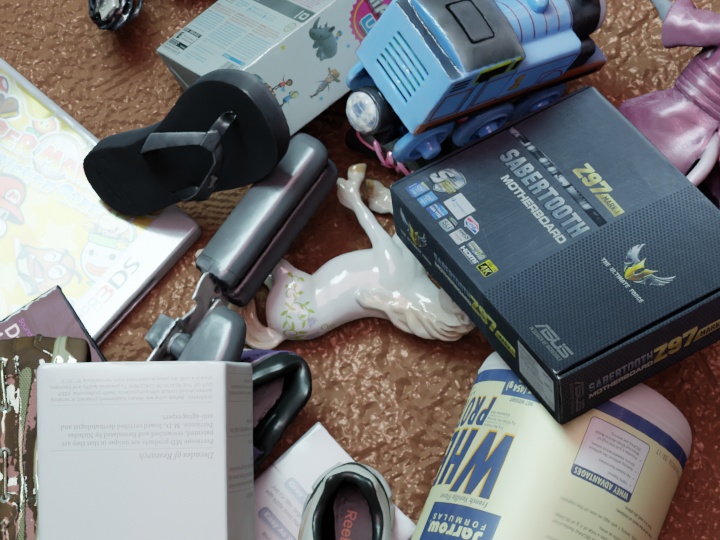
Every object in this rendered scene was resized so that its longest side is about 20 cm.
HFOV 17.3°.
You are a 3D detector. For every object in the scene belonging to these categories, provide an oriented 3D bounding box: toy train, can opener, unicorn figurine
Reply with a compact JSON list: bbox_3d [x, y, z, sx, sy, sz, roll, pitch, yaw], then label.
[{"bbox_3d":[0.079,-0.138,1.521,0.200,0.114,0.087,-20,71,-39],"label":"toy train"},{"bbox_3d":[-0.070,0.006,1.536,0.067,0.053,0.200,30,76,26],"label":"can opener"},{"bbox_3d":[0.000,0.000,1.592,0.199,0.074,0.138,-23,71,14],"label":"unicorn figurine"}]

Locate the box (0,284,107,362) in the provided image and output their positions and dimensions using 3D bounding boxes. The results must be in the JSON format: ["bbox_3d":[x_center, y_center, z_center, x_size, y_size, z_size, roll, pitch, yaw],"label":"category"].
[{"bbox_3d":[-0.245,0.122,1.566,0.200,0.036,0.143,-34,87,-8],"label":"box"}]

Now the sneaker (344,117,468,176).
[{"bbox_3d":[0.041,-0.087,1.615,0.095,0.079,0.201,-21,64,5],"label":"sneaker"}]

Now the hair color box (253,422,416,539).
[{"bbox_3d":[-0.065,0.205,1.527,0.200,0.061,0.099,-42,74,-8],"label":"hair color box"}]

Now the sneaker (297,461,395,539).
[{"bbox_3d":[-0.019,0.212,1.451,0.073,0.080,0.201,3,76,1],"label":"sneaker"}]

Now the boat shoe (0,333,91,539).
[{"bbox_3d":[-0.221,0.141,1.516,0.075,0.075,0.203,7,75,-2],"label":"boat shoe"}]

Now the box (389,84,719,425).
[{"bbox_3d":[0.134,-0.015,1.471,0.157,0.051,0.200,-26,50,-16],"label":"box"}]

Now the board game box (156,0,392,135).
[{"bbox_3d":[-0.025,-0.175,1.605,0.200,0.148,0.064,-39,117,-8],"label":"board game box"}]

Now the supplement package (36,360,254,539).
[{"bbox_3d":[-0.127,0.156,1.432,0.117,0.117,0.201,-1,86,5],"label":"supplement package"}]

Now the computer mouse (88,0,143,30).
[{"bbox_3d":[-0.106,-0.250,1.646,0.199,0.053,0.139,-17,45,10],"label":"computer mouse"}]

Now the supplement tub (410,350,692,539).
[{"bbox_3d":[0.111,0.163,1.481,0.145,0.145,0.201,20,74,11],"label":"supplement tub"}]

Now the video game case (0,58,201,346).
[{"bbox_3d":[-0.242,-0.024,1.639,0.200,0.023,0.182,39,79,16],"label":"video game case"}]

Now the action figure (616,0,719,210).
[{"bbox_3d":[0.227,-0.115,1.554,0.134,0.149,0.200,26,107,-20],"label":"action figure"}]

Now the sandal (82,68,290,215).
[{"bbox_3d":[-0.115,-0.071,1.545,0.076,0.200,0.043,49,51,-14],"label":"sandal"}]

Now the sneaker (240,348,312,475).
[{"bbox_3d":[-0.109,0.123,1.518,0.076,0.087,0.200,45,68,-15],"label":"sneaker"}]
